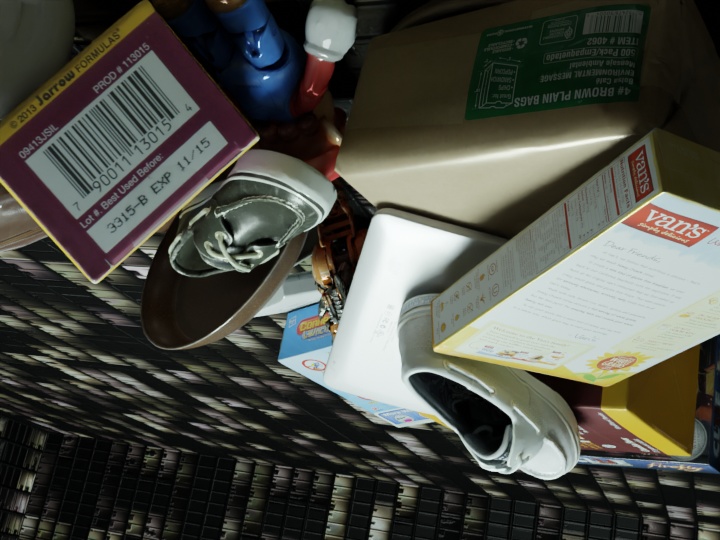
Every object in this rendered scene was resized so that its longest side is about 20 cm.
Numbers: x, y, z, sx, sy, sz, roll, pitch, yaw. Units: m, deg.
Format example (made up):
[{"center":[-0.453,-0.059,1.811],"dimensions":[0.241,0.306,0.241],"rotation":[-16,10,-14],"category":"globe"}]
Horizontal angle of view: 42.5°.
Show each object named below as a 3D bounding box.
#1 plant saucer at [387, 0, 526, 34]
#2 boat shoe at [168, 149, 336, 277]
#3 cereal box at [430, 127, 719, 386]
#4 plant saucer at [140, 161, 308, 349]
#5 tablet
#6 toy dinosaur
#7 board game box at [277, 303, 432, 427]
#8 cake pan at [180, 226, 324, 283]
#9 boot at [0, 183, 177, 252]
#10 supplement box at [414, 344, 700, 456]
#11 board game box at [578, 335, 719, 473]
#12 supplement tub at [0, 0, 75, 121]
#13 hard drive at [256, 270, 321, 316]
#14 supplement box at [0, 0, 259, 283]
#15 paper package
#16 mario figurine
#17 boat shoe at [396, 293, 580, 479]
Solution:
[{"center":[0.106,-0.126,0.612],"dimensions":[0.196,0.030,0.201],"rotation":[11,160,4],"category":"plant saucer"},{"center":[-0.081,-0.029,0.647],"dimensions":[0.070,0.065,0.199],"rotation":[31,159,-21],"category":"boat shoe"},{"center":[0.148,0.007,0.514],"dimensions":[0.141,0.040,0.200],"rotation":[14,149,-25],"category":"cereal box"},{"center":[-0.105,-0.020,0.759],"dimensions":[0.198,0.203,0.032],"rotation":[-10,143,46],"category":"plant saucer"},{"center":[0.051,0.040,0.632],"dimensions":[0.127,0.014,0.201],"rotation":[14,141,-3],"category":"tablet"},{"center":[0.000,0.000,0.772],"dimensions":[0.100,0.205,0.136],"rotation":[5,175,12],"category":"toy dinosaur"},{"center":[0.051,0.090,0.951],"dimensions":[0.198,0.057,0.195],"rotation":[-17,140,41],"category":"board game box"},{"center":[-0.112,-0.002,0.896],"dimensions":[0.198,0.037,0.200],"rotation":[-28,-175,3],"category":"cake pan"},{"center":[-0.244,-0.051,0.792],"dimensions":[0.065,0.198,0.187],"rotation":[53,151,13],"category":"boot"},{"center":[0.164,0.036,0.771],"dimensions":[0.197,0.201,0.132],"rotation":[-5,155,40],"category":"supplement box"},{"center":[0.248,0.068,0.807],"dimensions":[0.134,0.204,0.034],"rotation":[-6,155,39],"category":"board game box"},{"center":[-0.280,-0.140,0.613],"dimensions":[0.142,0.147,0.199],"rotation":[20,158,-26],"category":"supplement tub"},{"center":[-0.020,0.015,0.949],"dimensions":[0.197,0.027,0.131],"rotation":[-8,173,-32],"category":"hard drive"},{"center":[-0.155,-0.078,0.602],"dimensions":[0.104,0.131,0.200],"rotation":[49,174,-13],"category":"supplement box"},{"center":[0.116,-0.070,0.563],"dimensions":[0.197,0.105,0.190],"rotation":[-2,157,35],"category":"paper package"},{"center":[-0.059,-0.141,0.633],"dimensions":[0.123,0.106,0.201],"rotation":[42,170,38],"category":"mario figurine"},{"center":[0.090,0.098,0.624],"dimensions":[0.071,0.069,0.201],"rotation":[-15,133,28],"category":"boat shoe"}]
